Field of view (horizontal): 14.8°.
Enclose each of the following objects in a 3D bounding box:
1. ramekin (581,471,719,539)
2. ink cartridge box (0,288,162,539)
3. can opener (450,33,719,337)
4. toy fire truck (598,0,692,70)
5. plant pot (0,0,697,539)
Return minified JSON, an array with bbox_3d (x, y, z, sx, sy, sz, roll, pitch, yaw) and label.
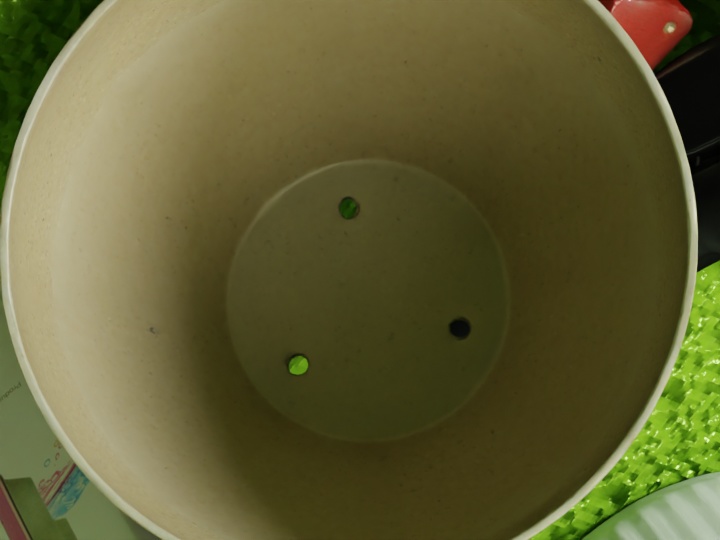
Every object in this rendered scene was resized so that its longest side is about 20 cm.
[{"bbox_3d":[0.151,0.173,1.124,0.200,0.105,0.200,-16,133,-17],"label":"ramekin"},{"bbox_3d":[-0.068,0.115,0.883,0.085,0.200,0.144,-42,135,9],"label":"ink cartridge box"},{"bbox_3d":[0.097,-0.011,0.936,0.063,0.079,0.200,-3,155,-46],"label":"can opener"},{"bbox_3d":[0.077,-0.154,0.846,0.141,0.049,0.200,18,115,-39],"label":"toy fire truck"},{"bbox_3d":[0.000,0.000,0.857,0.200,0.200,0.134,-32,171,-1],"label":"plant pot"}]
